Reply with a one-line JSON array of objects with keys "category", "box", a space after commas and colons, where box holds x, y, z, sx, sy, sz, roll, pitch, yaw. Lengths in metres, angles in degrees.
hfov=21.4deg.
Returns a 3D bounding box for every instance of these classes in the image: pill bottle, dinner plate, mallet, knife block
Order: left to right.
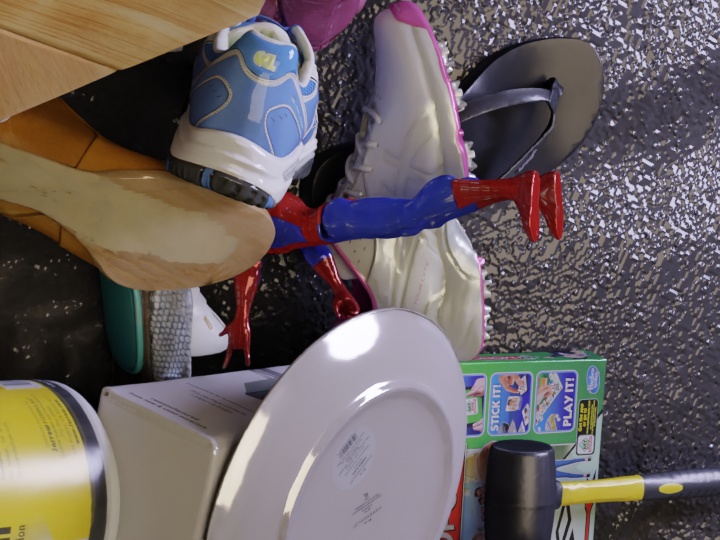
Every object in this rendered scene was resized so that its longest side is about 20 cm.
[{"category": "pill bottle", "box": [-0.218, 0.108, 0.871, 0.199, 0.112, 0.113, 0, 99, -42]}, {"category": "knife block", "box": [-0.157, -0.163, 0.837, 0.199, 0.064, 0.176, -23, 127, -6]}, {"category": "dinner plate", "box": [-0.002, 0.116, 0.948, 0.200, 0.024, 0.201, -26, 126, -44]}, {"category": "mallet", "box": [0.158, 0.140, 1.139, 0.199, 0.041, 0.066, 8, 94, -30]}]

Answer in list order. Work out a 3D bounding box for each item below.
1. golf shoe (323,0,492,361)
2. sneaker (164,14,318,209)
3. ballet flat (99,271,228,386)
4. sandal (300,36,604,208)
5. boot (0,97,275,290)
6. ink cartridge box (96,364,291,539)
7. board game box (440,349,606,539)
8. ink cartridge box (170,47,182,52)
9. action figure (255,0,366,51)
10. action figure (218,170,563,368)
[{"category": "golf shoe", "box": [0.016, -0.041, 1.023, 0.091, 0.075, 0.201, -9, 103, -6]}, {"category": "sneaker", "box": [-0.047, -0.089, 0.946, 0.075, 0.200, 0.077, 19, 104, -8]}, {"category": "ballet flat", "box": [-0.104, 0.055, 1.016, 0.072, 0.072, 0.201, -5, 105, -24]}, {"category": "sandal", "box": [0.062, -0.068, 1.085, 0.200, 0.043, 0.076, -31, 110, -18]}, {"category": "boot", "box": [-0.148, -0.065, 0.939, 0.201, 0.144, 0.071, 8, 127, -32]}, {"category": "ink cartridge box", "box": [-0.048, 0.131, 0.987, 0.200, 0.084, 0.146, -4, 109, -52]}, {"category": "board game box", "box": [0.076, 0.150, 1.135, 0.134, 0.029, 0.201, -1, 99, -26]}, {"category": "ink cartridge box", "box": [-0.182, -0.160, 0.908, 0.199, 0.059, 0.104, -4, 124, -20]}, {"category": "action figure", "box": [-0.008, -0.164, 0.965, 0.134, 0.200, 0.149, -20, 67, -28]}, {"category": "action figure", "box": [0.000, 0.000, 0.972, 0.065, 0.199, 0.099, -1, 91, -67]}]
